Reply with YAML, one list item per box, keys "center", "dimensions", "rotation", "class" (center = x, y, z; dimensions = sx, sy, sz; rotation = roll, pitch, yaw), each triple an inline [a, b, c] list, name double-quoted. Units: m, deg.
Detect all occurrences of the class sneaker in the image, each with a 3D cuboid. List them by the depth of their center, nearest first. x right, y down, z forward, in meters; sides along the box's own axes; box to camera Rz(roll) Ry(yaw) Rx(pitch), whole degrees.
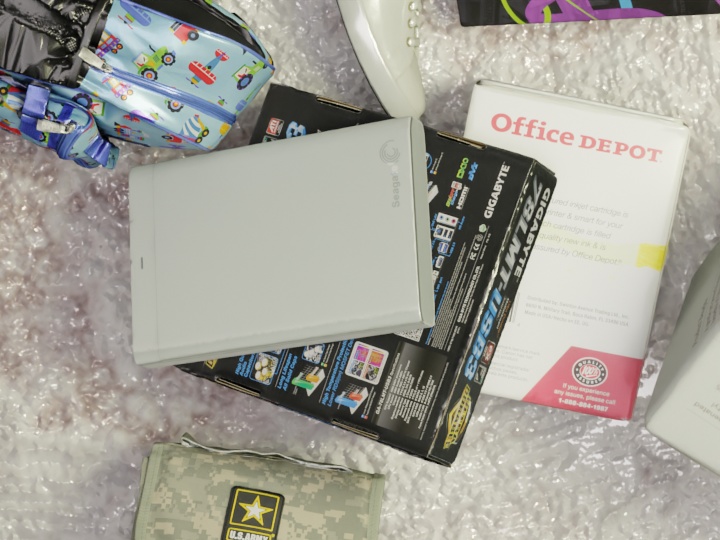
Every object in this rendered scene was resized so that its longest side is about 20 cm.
- center: [0.024, -0.196, 1.585]
  dimensions: [0.085, 0.073, 0.200]
  rotation: [-15, 95, 7]
  class: "sneaker"

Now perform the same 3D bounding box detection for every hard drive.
- center: [-0.052, -0.016, 1.529]
  dimensions: [0.200, 0.026, 0.132]
  rotation: [-9, 74, 23]
  class: "hard drive"

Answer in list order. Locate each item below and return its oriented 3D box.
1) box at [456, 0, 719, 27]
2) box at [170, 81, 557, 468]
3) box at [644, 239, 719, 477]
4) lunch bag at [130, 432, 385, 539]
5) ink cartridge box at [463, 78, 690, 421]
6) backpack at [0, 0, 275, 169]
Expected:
- center: [0.149, -0.229, 1.542]
  dimensions: [0.200, 0.036, 0.143]
  rotation: [-2, 117, 21]
  class: "box"
- center: [0.000, 0.000, 1.541]
  dimensions: [0.198, 0.050, 0.200]
  rotation: [17, 85, 28]
  class: "box"
- center: [0.313, 0.045, 1.514]
  dimensions: [0.200, 0.199, 0.171]
  rotation: [33, 123, -2]
  class: "box"
- center: [-0.075, 0.217, 1.623]
  dimensions: [0.164, 0.118, 0.200]
  rotation: [8, 92, 2]
  class: "lunch bag"
- center: [0.127, -0.016, 1.597]
  dimensions: [0.145, 0.083, 0.200]
  rotation: [12, 98, 3]
  class: "ink cartridge box"
- center: [-0.161, -0.132, 1.551]
  dimensions: [0.200, 0.183, 0.135]
  rotation: [22, 90, -4]
  class: "backpack"
